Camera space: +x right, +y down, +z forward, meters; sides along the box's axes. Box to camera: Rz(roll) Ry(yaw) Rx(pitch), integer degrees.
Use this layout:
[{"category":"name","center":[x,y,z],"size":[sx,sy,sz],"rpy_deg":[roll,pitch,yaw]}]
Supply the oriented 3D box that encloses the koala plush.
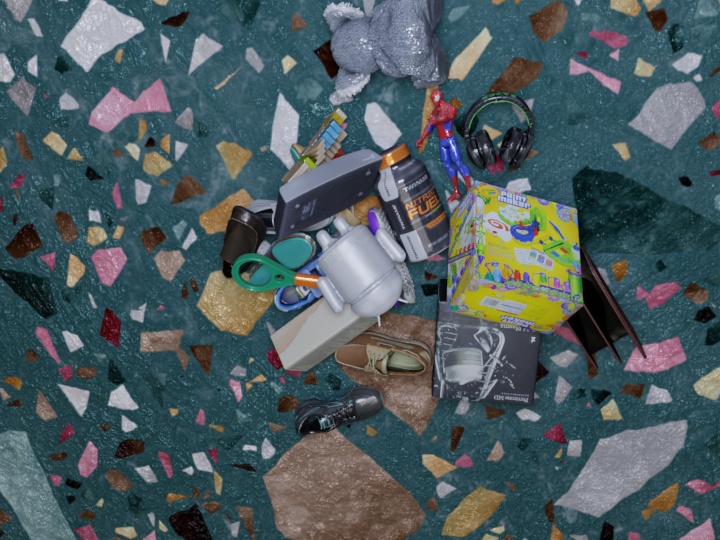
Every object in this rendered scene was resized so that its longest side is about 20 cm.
[{"category":"koala plush","center":[0.034,-0.387,1.241],"size":[0.195,0.184,0.181],"rpy_deg":[-1,109,20]}]

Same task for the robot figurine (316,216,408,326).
[{"category":"robot figurine","center":[0.000,0.000,1.329],"size":[0.169,0.113,0.201],"rpy_deg":[-39,88,1]}]

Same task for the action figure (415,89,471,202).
[{"category":"action figure","center":[0.142,-0.216,1.312],"size":[0.065,0.098,0.204],"rpy_deg":[4,113,50]}]

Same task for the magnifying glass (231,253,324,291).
[{"category":"magnifying glass","center":[-0.142,0.012,1.371],"size":[0.195,0.023,0.081],"rpy_deg":[9,129,-1]}]

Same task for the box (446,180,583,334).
[{"category":"box","center":[0.262,-0.021,1.264],"size":[0.196,0.196,0.122],"rpy_deg":[14,149,-11]}]

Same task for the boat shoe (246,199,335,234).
[{"category":"boat shoe","center":[-0.141,-0.095,1.376],"size":[0.196,0.066,0.075],"rpy_deg":[-5,118,30]}]

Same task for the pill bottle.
[{"category":"pill bottle","center":[0.089,-0.127,1.344],"size":[0.104,0.106,0.203],"rpy_deg":[-23,105,14]}]

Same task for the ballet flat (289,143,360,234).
[{"category":"ballet flat","center":[-0.063,-0.159,1.386],"size":[0.062,0.068,0.203],"rpy_deg":[-32,106,-13]}]

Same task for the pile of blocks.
[{"category":"pile of blocks","center":[-0.062,-0.207,1.308],"size":[0.062,0.202,0.082],"rpy_deg":[42,153,-21]}]

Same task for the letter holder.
[{"category":"letter holder","center":[0.426,0.081,1.350],"size":[0.100,0.142,0.202],"rpy_deg":[-32,102,16]}]

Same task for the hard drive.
[{"category":"hard drive","center":[-0.061,-0.135,1.267],"size":[0.198,0.135,0.043],"rpy_deg":[-28,72,-24]}]

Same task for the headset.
[{"category":"headset","center":[0.246,-0.209,1.302],"size":[0.120,0.095,0.203],"rpy_deg":[-3,124,8]}]

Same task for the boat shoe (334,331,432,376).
[{"category":"boat shoe","center":[0.044,0.171,1.466],"size":[0.195,0.074,0.077],"rpy_deg":[1,109,7]}]

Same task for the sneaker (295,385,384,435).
[{"category":"sneaker","center":[-0.045,0.299,1.519],"size":[0.196,0.079,0.077],"rpy_deg":[-17,106,11]}]

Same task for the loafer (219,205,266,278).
[{"category":"loafer","center":[-0.225,-0.043,1.379],"size":[0.072,0.072,0.201],"rpy_deg":[24,147,3]}]

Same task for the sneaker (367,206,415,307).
[{"category":"sneaker","center":[0.032,-0.017,1.407],"size":[0.098,0.070,0.204],"rpy_deg":[-16,105,15]}]

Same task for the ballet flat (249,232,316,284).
[{"category":"ballet flat","center":[-0.145,-0.030,1.402],"size":[0.199,0.074,0.075],"rpy_deg":[-32,103,39]}]

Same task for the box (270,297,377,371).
[{"category":"box","center":[-0.068,0.111,1.439],"size":[0.198,0.095,0.079],"rpy_deg":[-35,68,15]}]

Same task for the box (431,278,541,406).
[{"category":"box","center":[0.238,0.135,1.405],"size":[0.195,0.124,0.201],"rpy_deg":[4,111,6]}]

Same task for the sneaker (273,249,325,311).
[{"category":"sneaker","center":[-0.088,0.017,1.428],"size":[0.198,0.082,0.074],"rpy_deg":[-36,99,16]}]
